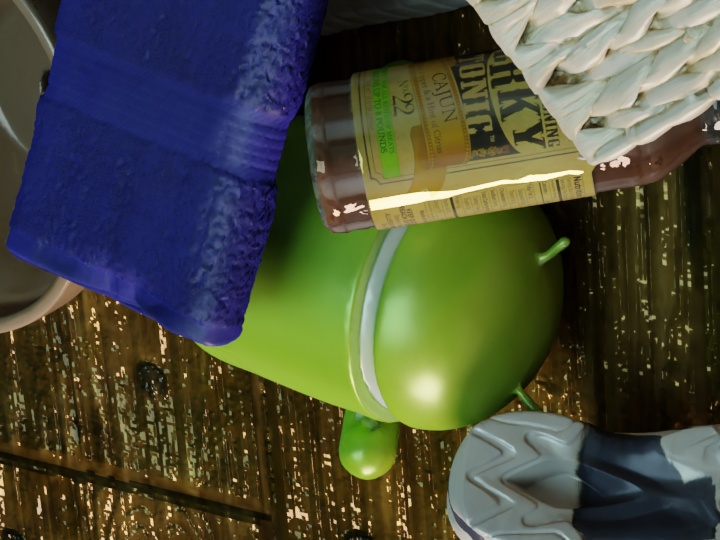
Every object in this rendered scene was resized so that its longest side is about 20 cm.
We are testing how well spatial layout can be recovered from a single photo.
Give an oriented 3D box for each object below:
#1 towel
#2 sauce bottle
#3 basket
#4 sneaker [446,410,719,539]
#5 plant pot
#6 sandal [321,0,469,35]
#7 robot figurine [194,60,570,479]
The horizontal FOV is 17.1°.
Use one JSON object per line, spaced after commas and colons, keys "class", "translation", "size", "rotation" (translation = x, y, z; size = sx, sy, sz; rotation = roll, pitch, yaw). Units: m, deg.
{"class": "towel", "translation": [-0.072, -0.080, 0.996], "size": [0.147, 0.049, 0.201], "rotation": [23, 102, 43]}
{"class": "sauce bottle", "translation": [0.079, -0.060, 0.938], "size": [0.199, 0.065, 0.065], "rotation": [-10, 104, 6]}
{"class": "basket", "translation": [0.131, -0.140, 0.830], "size": [0.135, 0.200, 0.124], "rotation": [-30, 95, 42]}
{"class": "sneaker", "translation": [0.134, 0.118, 1.018], "size": [0.198, 0.130, 0.080], "rotation": [4, 71, 2]}
{"class": "plant pot", "translation": [-0.176, -0.078, 1.160], "size": [0.200, 0.093, 0.202], "rotation": [15, 116, 33]}
{"class": "sandal", "translation": [-0.019, -0.137, 1.034], "size": [0.202, 0.082, 0.050], "rotation": [-10, 68, 39]}
{"class": "robot figurine", "translation": [0.000, 0.000, 1.039], "size": [0.200, 0.116, 0.176], "rotation": [17, 110, 32]}
